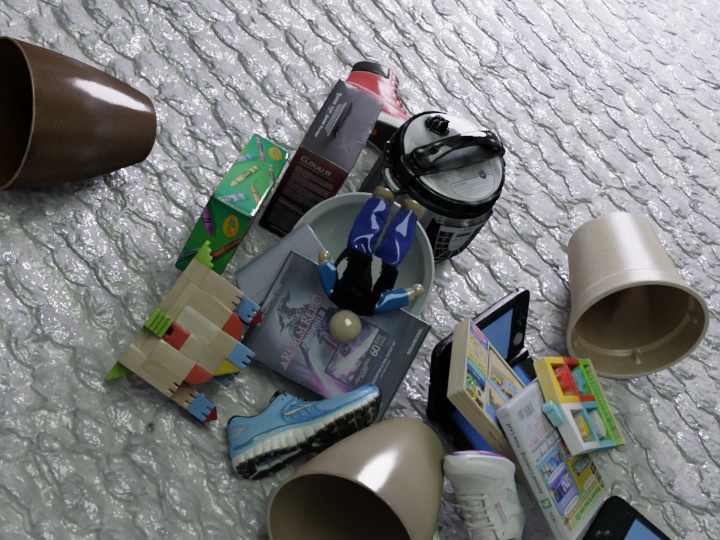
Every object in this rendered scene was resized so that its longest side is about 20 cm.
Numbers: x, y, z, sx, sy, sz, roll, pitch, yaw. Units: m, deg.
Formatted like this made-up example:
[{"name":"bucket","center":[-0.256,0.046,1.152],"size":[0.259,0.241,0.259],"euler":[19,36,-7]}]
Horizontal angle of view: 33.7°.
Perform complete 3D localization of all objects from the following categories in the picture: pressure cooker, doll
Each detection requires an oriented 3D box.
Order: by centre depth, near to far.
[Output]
[{"name":"doll","center":[0.015,-0.001,1.458],"size":[0.136,0.048,0.200],"euler":[24,67,2]},{"name":"pressure cooker","center":[0.102,-0.123,1.659],"size":[0.178,0.200,0.176],"euler":[27,49,-8]}]

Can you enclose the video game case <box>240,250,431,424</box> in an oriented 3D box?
[{"name":"video game case","center":[-0.032,0.084,1.480],"size":[0.200,0.019,0.143],"euler":[28,88,2]}]

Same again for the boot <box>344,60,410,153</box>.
[{"name":"boot","center":[0.059,-0.241,1.807],"size":[0.200,0.072,0.144],"euler":[32,48,2]}]

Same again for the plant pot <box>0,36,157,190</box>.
[{"name":"plant pot","center":[-0.367,-0.189,1.508],"size":[0.200,0.187,0.187],"euler":[0,56,-43]}]

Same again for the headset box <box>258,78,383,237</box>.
[{"name":"headset box","center":[-0.050,-0.148,1.602],"size":[0.075,0.200,0.149],"euler":[29,51,-5]}]

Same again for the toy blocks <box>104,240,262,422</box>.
[{"name":"toy blocks","center":[-0.188,0.086,1.416],"size":[0.137,0.100,0.200],"euler":[36,80,-7]}]

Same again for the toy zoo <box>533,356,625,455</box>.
[{"name":"toy zoo","center":[0.288,0.179,1.583],"size":[0.200,0.020,0.131],"euler":[9,56,-59]}]

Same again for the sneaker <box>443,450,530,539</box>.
[{"name":"sneaker","center":[0.156,0.282,1.433],"size":[0.200,0.075,0.100],"euler":[48,45,-47]}]

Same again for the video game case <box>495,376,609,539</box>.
[{"name":"video game case","center":[0.247,0.233,1.510],"size":[0.182,0.022,0.200],"euler":[65,26,3]}]

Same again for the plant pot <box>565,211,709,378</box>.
[{"name":"plant pot","center":[0.379,0.021,1.716],"size":[0.200,0.201,0.184],"euler":[13,42,-18]}]

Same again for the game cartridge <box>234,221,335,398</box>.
[{"name":"game cartridge","center":[-0.064,0.056,1.508],"size":[0.133,0.041,0.200],"euler":[-36,87,3]}]

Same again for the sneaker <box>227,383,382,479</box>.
[{"name":"sneaker","center":[-0.069,0.171,1.427],"size":[0.200,0.078,0.090],"euler":[-19,58,-14]}]

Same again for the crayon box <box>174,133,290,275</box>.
[{"name":"crayon box","center":[-0.160,-0.080,1.515],"size":[0.058,0.119,0.200],"euler":[30,30,-5]}]

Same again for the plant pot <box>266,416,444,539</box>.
[{"name":"plant pot","center":[0.021,0.260,1.383],"size":[0.187,0.187,0.200],"euler":[40,36,5]}]

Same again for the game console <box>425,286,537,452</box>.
[{"name":"game console","center":[0.192,0.148,1.574],"size":[0.116,0.176,0.200],"euler":[28,42,33]}]

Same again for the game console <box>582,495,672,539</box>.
[{"name":"game console","center":[0.385,0.382,1.498],"size":[0.200,0.119,0.172],"euler":[40,50,4]}]

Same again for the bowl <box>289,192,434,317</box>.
[{"name":"bowl","center":[0.000,0.000,1.569],"size":[0.201,0.090,0.202],"euler":[0,90,7]}]

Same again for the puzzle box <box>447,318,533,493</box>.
[{"name":"puzzle box","center":[0.178,0.171,1.494],"size":[0.200,0.025,0.133],"euler":[49,30,-27]}]
